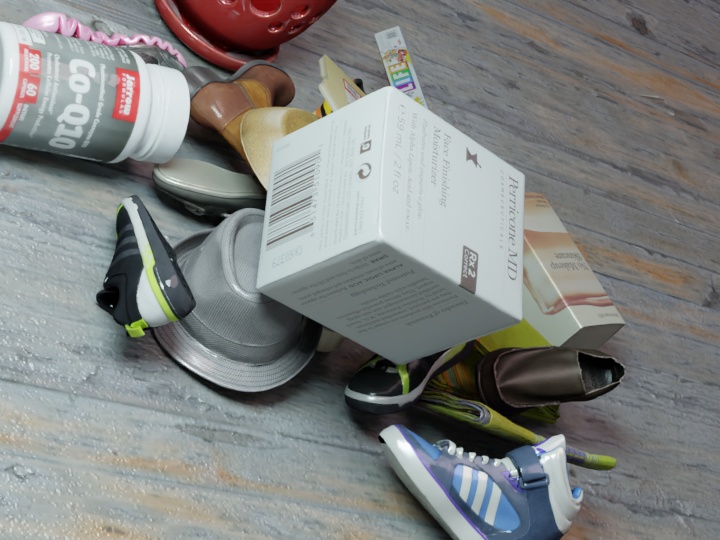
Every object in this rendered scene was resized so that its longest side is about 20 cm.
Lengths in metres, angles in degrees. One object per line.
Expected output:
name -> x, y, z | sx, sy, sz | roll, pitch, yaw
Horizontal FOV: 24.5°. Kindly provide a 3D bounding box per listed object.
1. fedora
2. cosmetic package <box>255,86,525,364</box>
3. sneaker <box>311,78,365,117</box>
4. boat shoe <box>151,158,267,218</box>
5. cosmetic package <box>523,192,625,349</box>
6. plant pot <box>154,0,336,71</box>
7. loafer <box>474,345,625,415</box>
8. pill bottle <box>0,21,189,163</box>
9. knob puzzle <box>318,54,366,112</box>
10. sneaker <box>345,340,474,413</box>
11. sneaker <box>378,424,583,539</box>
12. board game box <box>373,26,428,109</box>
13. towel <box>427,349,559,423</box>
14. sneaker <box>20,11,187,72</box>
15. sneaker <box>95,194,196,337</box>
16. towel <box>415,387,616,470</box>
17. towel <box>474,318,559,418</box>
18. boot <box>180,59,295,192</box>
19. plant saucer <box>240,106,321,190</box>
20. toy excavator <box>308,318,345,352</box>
fedora -> -0.106, 0.012, 1.608 | 0.176, 0.091, 0.200 | 33, 39, 2
cosmetic package -> 0.032, -0.037, 1.565 | 0.199, 0.164, 0.166 | 28, 54, -38
sneaker -> 0.024, -0.132, 1.936 | 0.201, 0.090, 0.070 | 52, 34, 12
boat shoe -> -0.135, -0.072, 1.737 | 0.199, 0.057, 0.067 | 5, 33, -39
cosmetic package -> 0.215, 0.010, 1.990 | 0.103, 0.087, 0.201 | -3, 56, -50
plant pot -> -0.127, -0.346, 1.921 | 0.199, 0.183, 0.201 | 27, 37, -23
loafer -> 0.208, 0.109, 1.796 | 0.199, 0.071, 0.074 | -6, 79, -38
pill bottle -> -0.273, -0.167, 1.614 | 0.199, 0.114, 0.115 | 8, 47, -34
knob puzzle -> 0.019, -0.125, 1.755 | 0.220, 0.030, 0.220 | 46, 15, -16
sneaker -> 0.047, 0.073, 1.697 | 0.071, 0.084, 0.200 | 10, 30, 33
sneaker -> 0.129, 0.193, 1.636 | 0.200, 0.146, 0.081 | 49, -10, -5
board game box -> 0.064, -0.183, 1.990 | 0.201, 0.034, 0.135 | -104, 176, -51
towel -> 0.137, 0.112, 1.844 | 0.199, 0.018, 0.087 | 19, 41, -34
sneaker -> -0.266, -0.200, 1.727 | 0.199, 0.079, 0.096 | 8, 63, -38
sneaker -> -0.216, -0.003, 1.552 | 0.072, 0.082, 0.200 | 60, -1, -30
towel -> 0.156, 0.166, 1.733 | 0.199, 0.143, 0.023 | 24, 83, -32
towel -> 0.160, 0.071, 1.837 | 0.200, 0.018, 0.086 | 44, 47, -18
boot -> -0.083, -0.145, 1.783 | 0.200, 0.069, 0.188 | 45, 21, 23
plant saucer -> -0.037, -0.101, 1.711 | 0.200, 0.035, 0.201 | 36, 27, -22
toy excavator -> 0.000, 0.000, 1.783 | 0.198, 0.100, 0.196 | 0, 53, -29
